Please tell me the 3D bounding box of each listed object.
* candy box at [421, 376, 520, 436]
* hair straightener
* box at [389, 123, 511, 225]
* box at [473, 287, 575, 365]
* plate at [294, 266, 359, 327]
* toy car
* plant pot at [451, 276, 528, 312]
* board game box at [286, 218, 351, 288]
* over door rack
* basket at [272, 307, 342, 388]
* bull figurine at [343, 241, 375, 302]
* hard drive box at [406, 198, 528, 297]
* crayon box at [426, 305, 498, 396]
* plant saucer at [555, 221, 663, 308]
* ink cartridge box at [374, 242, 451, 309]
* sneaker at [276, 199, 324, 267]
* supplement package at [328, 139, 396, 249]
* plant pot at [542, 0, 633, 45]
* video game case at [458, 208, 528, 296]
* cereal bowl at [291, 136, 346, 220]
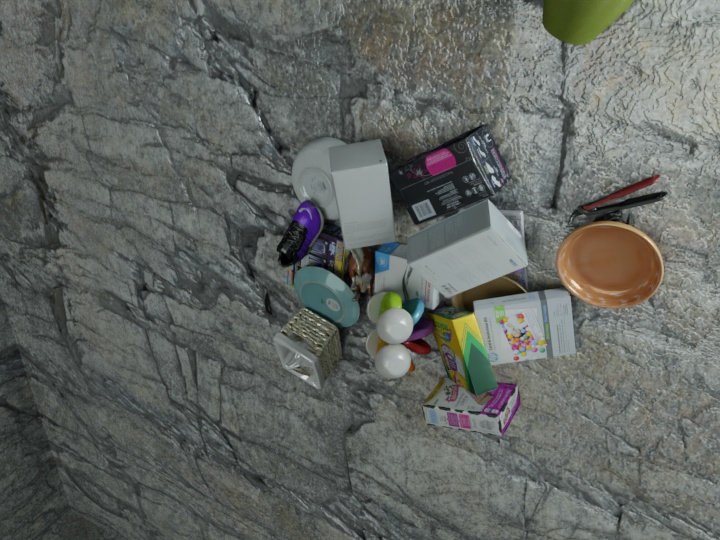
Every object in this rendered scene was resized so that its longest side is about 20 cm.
[{"bbox_3d":[0.267,0.323,1.556,0.199,0.136,0.061,0,113,33],"label":"candy box"},{"bbox_3d":[0.489,-0.110,1.232,0.200,0.041,0.077,-24,100,40],"label":"hair straightener"},{"bbox_3d":[0.187,-0.196,1.337,0.200,0.115,0.132,-19,105,40],"label":"box"},{"bbox_3d":[0.353,0.123,1.388,0.199,0.041,0.156,-8,121,12],"label":"box"},{"bbox_3d":[-0.093,0.075,1.654,0.200,0.026,0.201,22,137,22],"label":"plate"},{"bbox_3d":[0.097,0.146,1.486,0.149,0.175,0.201,-1,106,-10],"label":"toy car"},{"bbox_3d":[0.304,0.081,1.452,0.199,0.028,0.200,19,134,21],"label":"plant pot"},{"bbox_3d":[-0.104,-0.028,1.660,0.165,0.057,0.201,22,126,20],"label":"board game box"},{"bbox_3d":[0.122,0.174,1.603,0.200,0.067,0.148,-31,97,19],"label":"over door rack"},{"bbox_3d":[-0.135,0.207,1.723,0.135,0.123,0.200,29,154,18],"label":"basket"},{"bbox_3d":[0.000,0.000,1.538,0.065,0.122,0.200,-4,153,10],"label":"bull figurine"},{"bbox_3d":[0.220,-0.040,1.340,0.200,0.077,0.156,-23,136,31],"label":"hard drive box"},{"bbox_3d":[0.224,0.174,1.453,0.200,0.058,0.173,-173,63,-80],"label":"crayon box"},{"bbox_3d":[0.491,-0.014,1.272,0.200,0.037,0.201,17,132,20],"label":"plant saucer"},{"bbox_3d":[0.135,0.014,1.517,0.199,0.067,0.116,16,122,26],"label":"ink cartridge box"},{"bbox_3d":[-0.153,-0.077,1.551,0.069,0.099,0.200,37,137,12],"label":"sneaker"},{"bbox_3d":[0.005,-0.167,1.420,0.121,0.120,0.200,-9,128,0],"label":"supplement package"},{"bbox_3d":[0.377,-0.476,1.035,0.187,0.187,0.200,35,144,13],"label":"plant pot"},{"bbox_3d":[0.292,-0.037,1.417,0.143,0.018,0.201,5,118,31],"label":"video game case"},{"bbox_3d":[-0.086,-0.210,1.531,0.200,0.083,0.201,16,123,27],"label":"cereal bowl"}]
